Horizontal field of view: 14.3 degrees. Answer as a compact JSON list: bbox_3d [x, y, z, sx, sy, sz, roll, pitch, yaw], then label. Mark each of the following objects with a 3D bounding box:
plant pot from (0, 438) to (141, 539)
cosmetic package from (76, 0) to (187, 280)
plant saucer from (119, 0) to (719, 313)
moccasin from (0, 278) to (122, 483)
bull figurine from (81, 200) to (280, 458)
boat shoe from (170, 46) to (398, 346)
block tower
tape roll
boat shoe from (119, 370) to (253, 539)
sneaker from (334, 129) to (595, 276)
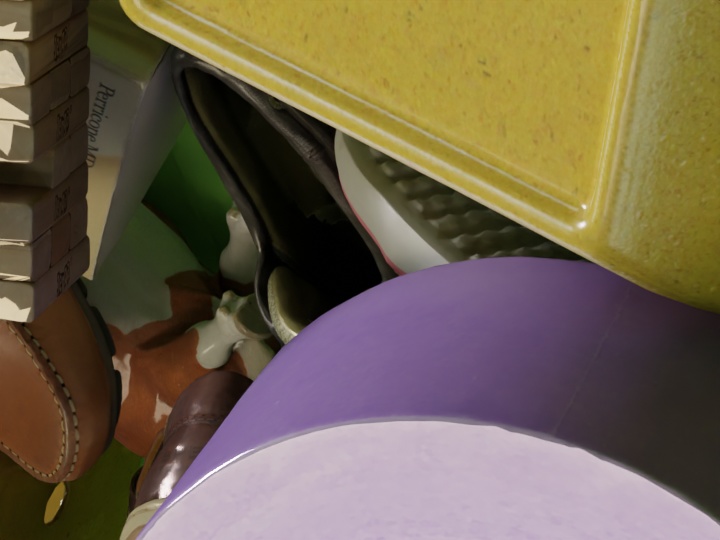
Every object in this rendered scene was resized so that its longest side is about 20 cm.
[{"bbox_3d":[-0.184,0.082,0.958,0.175,0.200,0.201,21,109,17],"label":"plant pot"},{"bbox_3d":[-0.141,-0.089,0.803,0.199,0.071,0.105,25,145,3],"label":"cosmetic package"},{"bbox_3d":[0.017,-0.097,0.625,0.199,0.048,0.201,29,133,26],"label":"plant saucer"},{"bbox_3d":[-0.153,-0.009,0.847,0.201,0.078,0.074,45,137,9],"label":"moccasin"},{"bbox_3d":[-0.069,0.009,0.901,0.199,0.065,0.122,34,143,6],"label":"bull figurine"},{"bbox_3d":[0.000,0.000,0.799,0.072,0.066,0.202,12,137,45],"label":"boat shoe"},{"bbox_3d":[-0.098,-0.092,0.707,0.054,0.058,0.202,4,105,9],"label":"block tower"},{"bbox_3d":[0.040,0.105,0.683,0.199,0.085,0.201,8,117,17],"label":"tape roll"},{"bbox_3d":[-0.039,0.085,0.855,0.072,0.072,0.200,3,158,4],"label":"boat shoe"},{"bbox_3d":[0.071,0.032,0.743,0.200,0.075,0.105,33,144,11],"label":"sneaker"}]
